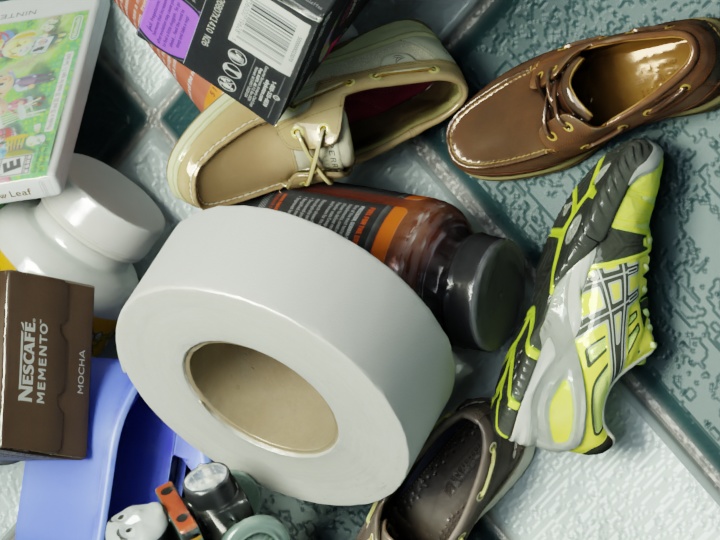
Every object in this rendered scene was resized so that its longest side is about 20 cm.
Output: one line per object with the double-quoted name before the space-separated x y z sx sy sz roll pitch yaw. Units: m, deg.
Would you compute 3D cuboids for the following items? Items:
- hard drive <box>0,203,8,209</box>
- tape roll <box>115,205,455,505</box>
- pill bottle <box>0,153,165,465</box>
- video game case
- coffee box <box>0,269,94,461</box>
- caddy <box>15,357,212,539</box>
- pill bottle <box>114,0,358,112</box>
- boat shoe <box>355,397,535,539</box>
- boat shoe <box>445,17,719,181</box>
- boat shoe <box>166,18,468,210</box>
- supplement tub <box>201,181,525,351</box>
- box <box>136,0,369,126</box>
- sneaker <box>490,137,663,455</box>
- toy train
"hard drive" -0.323 -0.051 1.923 0.200 0.038 0.140 41 108 25
"tape roll" -0.047 0.053 1.642 0.202 0.203 0.071 10 53 30
"pill bottle" -0.219 0.024 1.817 0.113 0.113 0.200 45 108 23
"video game case" -0.269 -0.110 1.809 0.182 0.022 0.200 -8 42 14
"coffee box" -0.268 0.064 1.723 0.200 0.080 0.113 -5 78 38
"caddy" -0.139 0.142 1.751 0.105 0.141 0.200 10 94 33
"pill bottle" -0.098 -0.185 1.757 0.112 0.112 0.200 -46 68 20
"boat shoe" 0.034 0.165 1.697 0.072 0.060 0.200 42 108 24
"boat shoe" 0.134 -0.108 1.647 0.200 0.068 0.072 -19 79 28
"boat shoe" -0.024 -0.090 1.677 0.200 0.074 0.066 -30 47 -15
"supplement tub" 0.000 0.000 1.697 0.200 0.107 0.107 10 93 30
"box" -0.032 -0.208 1.642 0.106 0.200 0.122 33 148 2
"sneaker" 0.146 0.017 1.645 0.076 0.075 0.200 22 91 -8
"toy train" -0.090 0.214 1.696 0.114 0.200 0.085 -26 34 -10
